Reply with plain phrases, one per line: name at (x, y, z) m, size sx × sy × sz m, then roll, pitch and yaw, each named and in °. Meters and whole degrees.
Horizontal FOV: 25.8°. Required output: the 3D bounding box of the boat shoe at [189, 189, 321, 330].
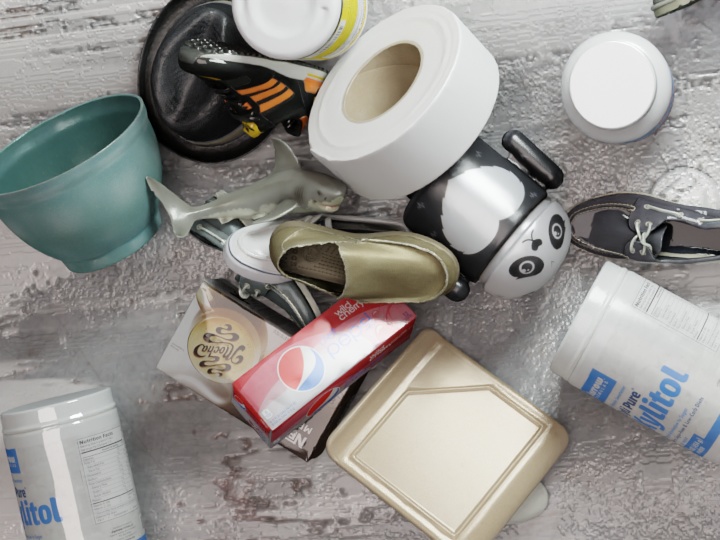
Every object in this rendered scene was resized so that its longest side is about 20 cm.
boat shoe at (-0.113, 0.004, 1.716) m, size 0.062 × 0.073 × 0.200 m, roll -37°, pitch 78°, yaw -14°

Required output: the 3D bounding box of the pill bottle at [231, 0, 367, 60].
pill bottle at (-0.054, -0.272, 1.621) m, size 0.111 × 0.200 × 0.112 m, roll 1°, pitch 97°, yaw 12°

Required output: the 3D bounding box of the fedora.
fedora at (-0.167, -0.216, 1.706) m, size 0.199 × 0.092 × 0.202 m, roll 1°, pitch 95°, yaw 12°

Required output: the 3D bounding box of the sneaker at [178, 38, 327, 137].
sneaker at (-0.113, -0.183, 1.632) m, size 0.070 × 0.200 × 0.091 m, roll 21°, pitch 102°, yaw 37°

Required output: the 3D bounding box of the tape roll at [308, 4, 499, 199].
tape roll at (0.042, -0.172, 1.612) m, size 0.202 × 0.203 × 0.071 m, roll -40°, pitch 126°, yaw 12°

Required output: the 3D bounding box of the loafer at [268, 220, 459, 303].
loafer at (0.000, 0.000, 1.598) m, size 0.199 × 0.068 × 0.076 m, roll 6°, pitch 116°, yaw 7°

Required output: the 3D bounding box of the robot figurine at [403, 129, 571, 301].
robot figurine at (0.125, -0.060, 1.638) m, size 0.200 × 0.125 × 0.151 m, roll 40°, pitch 127°, yaw 7°

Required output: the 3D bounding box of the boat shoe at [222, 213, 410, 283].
boat shoe at (-0.045, -0.033, 1.669) m, size 0.199 × 0.065 × 0.074 m, roll -4°, pitch 60°, yaw -17°

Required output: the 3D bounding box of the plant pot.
plant pot at (-0.296, -0.083, 1.711) m, size 0.199 × 0.201 × 0.135 m, roll -19°, pitch 118°, yaw 13°

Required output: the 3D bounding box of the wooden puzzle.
wooden puzzle at (0.092, 0.185, 1.669) m, size 0.200 × 0.037 × 0.185 m, roll 38°, pitch 70°, yaw 13°

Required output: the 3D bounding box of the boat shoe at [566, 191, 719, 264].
boat shoe at (0.306, -0.042, 1.632) m, size 0.199 × 0.063 × 0.073 m, roll 6°, pitch 96°, yaw 12°

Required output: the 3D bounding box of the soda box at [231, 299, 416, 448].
soda box at (-0.038, 0.092, 1.637) m, size 0.200 × 0.063 × 0.070 m, roll -38°, pitch 74°, yaw -19°

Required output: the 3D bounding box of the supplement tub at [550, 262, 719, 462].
supplement tub at (0.308, 0.093, 1.600) m, size 0.199 × 0.132 × 0.132 m, roll 28°, pitch 100°, yaw 9°

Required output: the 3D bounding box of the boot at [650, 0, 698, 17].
boot at (0.327, -0.381, 1.597) m, size 0.181 × 0.073 × 0.201 m, roll -34°, pitch 94°, yaw -1°

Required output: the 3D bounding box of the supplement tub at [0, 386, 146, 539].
supplement tub at (-0.318, 0.242, 1.757) m, size 0.131 × 0.132 × 0.201 m, roll -13°, pitch 91°, yaw 13°

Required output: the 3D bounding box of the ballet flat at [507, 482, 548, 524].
ballet flat at (0.102, 0.231, 1.697) m, size 0.199 × 0.069 × 0.070 m, roll 17°, pitch 98°, yaw 10°

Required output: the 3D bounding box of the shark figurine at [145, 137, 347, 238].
shark figurine at (-0.107, -0.093, 1.674) m, size 0.213 × 0.128 × 0.090 m, roll -7°, pitch 95°, yaw 16°

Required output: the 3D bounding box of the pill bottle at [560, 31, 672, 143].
pill bottle at (0.255, -0.180, 1.562) m, size 0.108 × 0.200 × 0.109 m, roll 1°, pitch 95°, yaw 12°

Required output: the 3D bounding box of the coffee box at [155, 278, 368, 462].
coffee box at (-0.106, 0.107, 1.724) m, size 0.199 × 0.080 × 0.113 m, roll 32°, pitch 97°, yaw 8°
